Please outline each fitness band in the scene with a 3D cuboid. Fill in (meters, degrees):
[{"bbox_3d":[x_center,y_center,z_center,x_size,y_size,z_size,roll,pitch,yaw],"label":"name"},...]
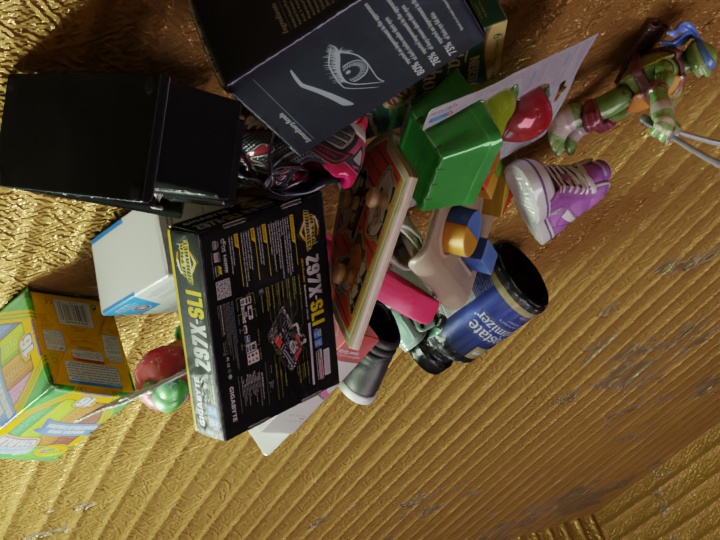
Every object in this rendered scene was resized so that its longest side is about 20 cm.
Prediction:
[{"bbox_3d":[0.000,0.000,1.288,0.038,0.198,0.144,-61,-169,1],"label":"fitness band"}]

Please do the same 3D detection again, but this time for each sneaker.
[{"bbox_3d":[0.030,0.042,1.447,0.198,0.120,0.074,4,146,-43],"label":"sneaker"},{"bbox_3d":[-0.087,-0.103,1.062,0.197,0.076,0.080,-12,151,29],"label":"sneaker"},{"bbox_3d":[-0.020,0.051,1.346,0.070,0.201,0.100,3,131,-49],"label":"sneaker"},{"bbox_3d":[0.229,-0.103,1.292,0.113,0.073,0.200,-33,165,5],"label":"sneaker"},{"bbox_3d":[0.030,-0.038,1.295,0.073,0.117,0.200,-28,155,5],"label":"sneaker"}]

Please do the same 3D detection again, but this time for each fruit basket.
[{"bbox_3d":[0.128,-0.149,1.126,0.199,0.094,0.186,-33,164,-21],"label":"fruit basket"},{"bbox_3d":[-0.172,0.107,1.165,0.199,0.095,0.184,-32,-175,-41],"label":"fruit basket"}]

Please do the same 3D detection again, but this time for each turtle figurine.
[{"bbox_3d":[0.314,-0.155,1.257,0.191,0.145,0.202,-17,120,26],"label":"turtle figurine"}]

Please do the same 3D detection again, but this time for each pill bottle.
[{"bbox_3d":[0.158,0.059,1.604,0.199,0.113,0.111,-39,151,28],"label":"pill bottle"}]

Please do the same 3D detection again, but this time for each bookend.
[{"bbox_3d":[-0.157,-0.094,0.925,0.196,0.094,0.198,8,180,40],"label":"bookend"}]

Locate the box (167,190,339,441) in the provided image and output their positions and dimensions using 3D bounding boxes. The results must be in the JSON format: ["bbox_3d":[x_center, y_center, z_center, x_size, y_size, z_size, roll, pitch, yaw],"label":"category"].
[{"bbox_3d":[-0.096,0.038,1.075,0.049,0.204,0.159,10,-157,40],"label":"box"}]

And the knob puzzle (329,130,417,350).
[{"bbox_3d":[-0.006,-0.047,1.127,0.030,0.223,0.220,13,143,-17],"label":"knob puzzle"}]

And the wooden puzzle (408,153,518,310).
[{"bbox_3d":[0.131,-0.066,1.287,0.203,0.046,0.185,-67,156,-10],"label":"wooden puzzle"}]

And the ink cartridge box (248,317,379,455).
[{"bbox_3d":[-0.088,0.103,1.289,0.200,0.117,0.067,-48,151,16],"label":"ink cartridge box"}]

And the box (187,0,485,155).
[{"bbox_3d":[-0.018,-0.208,0.931,0.198,0.106,0.148,-29,155,11],"label":"box"}]

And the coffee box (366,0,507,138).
[{"bbox_3d":[0.042,-0.189,1.094,0.197,0.044,0.123,-20,155,-10],"label":"coffee box"}]

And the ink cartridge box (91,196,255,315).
[{"bbox_3d":[-0.154,-0.015,1.174,0.198,0.086,0.145,-2,164,-41],"label":"ink cartridge box"}]

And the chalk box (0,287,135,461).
[{"bbox_3d":[-0.366,0.130,1.254,0.199,0.125,0.124,-37,152,26],"label":"chalk box"}]
